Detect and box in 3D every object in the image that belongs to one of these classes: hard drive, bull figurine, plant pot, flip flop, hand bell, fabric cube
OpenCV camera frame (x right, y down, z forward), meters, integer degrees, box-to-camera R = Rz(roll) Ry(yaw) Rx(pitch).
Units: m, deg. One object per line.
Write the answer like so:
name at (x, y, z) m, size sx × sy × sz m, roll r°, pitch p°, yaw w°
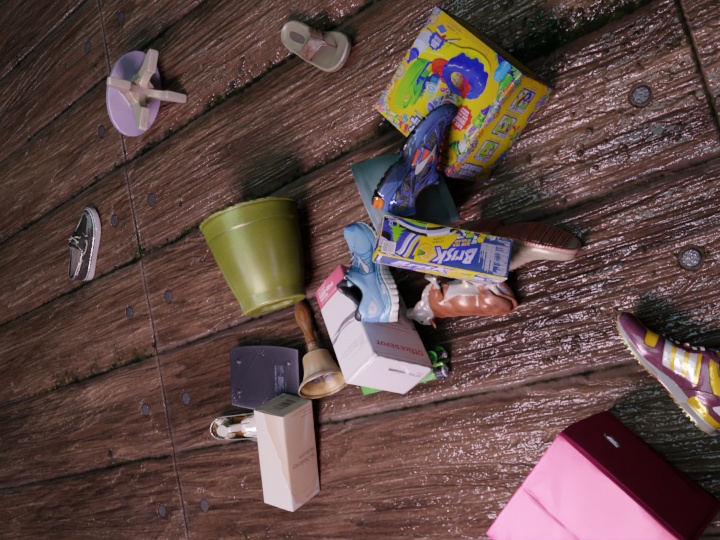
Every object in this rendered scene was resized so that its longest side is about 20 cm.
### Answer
hard drive at (-0.193, 0.224, 1.487) m, size 0.199 × 0.042 × 0.136 m, roll -4°, pitch 87°, yaw 37°
bull figurine at (0.160, 0.038, 1.185) m, size 0.199 × 0.122 × 0.065 m, roll -7°, pitch 42°, yaw 30°
plant pot at (-0.194, -0.019, 1.399) m, size 0.200 × 0.200 × 0.194 m, roll -23°, pitch 81°, yaw 35°
plant pot at (0.086, -0.114, 1.197) m, size 0.134 × 0.200 × 0.201 m, roll -24°, pitch 74°, yaw 7°
flip flop at (-0.097, -0.452, 1.405) m, size 0.200 × 0.057 × 0.081 m, roll 34°, pitch 110°, yaw 33°
hand bell at (-0.098, 0.141, 1.404) m, size 0.104 × 0.104 × 0.201 m, roll -41°, pitch 53°, yaw 30°
fabric cube at (0.336, 0.344, 0.980) m, size 0.199 × 0.196 × 0.200 m, roll 41°, pitch 113°, yaw 31°

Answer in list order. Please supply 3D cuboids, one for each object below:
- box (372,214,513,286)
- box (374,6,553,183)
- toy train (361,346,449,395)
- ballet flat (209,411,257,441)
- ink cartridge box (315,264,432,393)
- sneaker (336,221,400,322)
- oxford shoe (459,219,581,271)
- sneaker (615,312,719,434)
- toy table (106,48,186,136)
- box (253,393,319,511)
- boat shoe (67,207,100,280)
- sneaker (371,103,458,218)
box at (0.122, -0.029, 1.074) m, size 0.199 × 0.070 × 0.065 m, roll 12°, pitch 79°, yaw -3°
box at (0.166, -0.283, 1.162) m, size 0.200 × 0.122 × 0.193 m, roll 48°, pitch 118°, yaw 28°
toy train at (0.077, 0.185, 1.282) m, size 0.200 × 0.042 × 0.057 m, roll -20°, pitch 87°, yaw 36°
ballet flat at (-0.245, 0.337, 1.515) m, size 0.199 × 0.064 × 0.068 m, roll -14°, pitch 81°, yaw 37°
ink cartridge box at (0.022, 0.103, 1.225) m, size 0.085 × 0.145 × 0.200 m, roll -48°, pitch 45°, yaw 27°
sneaker at (0.000, 0.000, 1.166) m, size 0.079 × 0.090 × 0.200 m, roll 90°, pitch 165°, yaw -52°
oxford shoe at (0.256, -0.035, 1.138) m, size 0.199 × 0.071 × 0.074 m, roll 12°, pitch 123°, yaw 36°
sneaker at (0.446, 0.122, 0.981) m, size 0.090 × 0.075 × 0.200 m, roll -45°, pitch 70°, yaw 20°
toy table at (-0.518, -0.420, 1.674) m, size 0.117 × 0.183 × 0.201 m, roll 14°, pitch 108°, yaw 54°
box at (-0.143, 0.356, 1.392) m, size 0.077 × 0.095 × 0.201 m, roll 5°, pitch 107°, yaw 35°
boat shoe at (-0.747, -0.071, 1.905) m, size 0.070 × 0.064 × 0.201 m, roll 9°, pitch 96°, yaw 37°
sneaker at (0.095, -0.167, 1.089) m, size 0.078 × 0.075 × 0.200 m, roll 32°, pitch 90°, yaw -8°
